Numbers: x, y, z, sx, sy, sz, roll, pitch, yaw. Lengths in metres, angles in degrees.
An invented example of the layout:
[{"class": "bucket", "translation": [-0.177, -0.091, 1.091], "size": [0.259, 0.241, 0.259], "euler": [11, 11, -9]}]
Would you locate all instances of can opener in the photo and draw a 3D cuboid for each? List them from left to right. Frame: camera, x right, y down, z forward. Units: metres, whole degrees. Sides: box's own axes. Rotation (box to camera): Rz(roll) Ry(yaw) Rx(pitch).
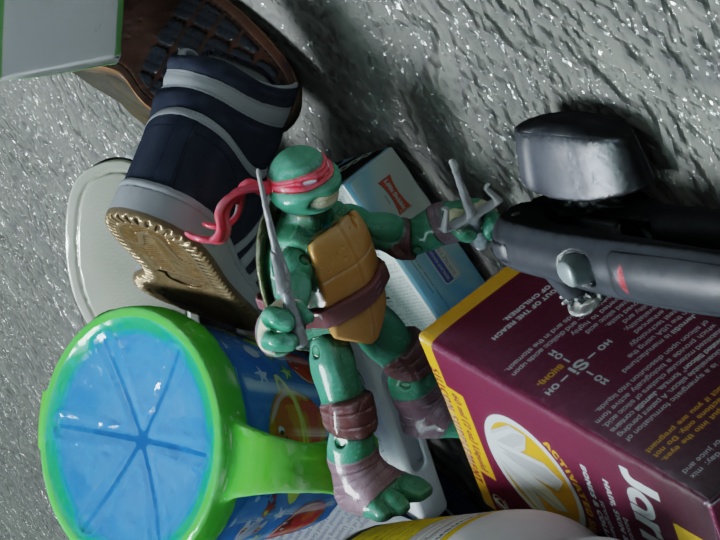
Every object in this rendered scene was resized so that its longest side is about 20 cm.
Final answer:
[{"class": "can opener", "translation": [0.120, -0.010, 1.025], "size": [0.200, 0.063, 0.079], "euler": [23, 145, 55]}]

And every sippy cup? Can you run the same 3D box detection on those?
[{"class": "sippy cup", "translation": [-0.074, 0.087, 1.320], "size": [0.178, 0.130, 0.140], "euler": [50, 118, 31]}]

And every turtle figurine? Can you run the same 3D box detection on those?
[{"class": "turtle figurine", "translation": [-0.001, 0.010, 1.197], "size": [0.101, 0.150, 0.200], "euler": [23, 139, 48]}]

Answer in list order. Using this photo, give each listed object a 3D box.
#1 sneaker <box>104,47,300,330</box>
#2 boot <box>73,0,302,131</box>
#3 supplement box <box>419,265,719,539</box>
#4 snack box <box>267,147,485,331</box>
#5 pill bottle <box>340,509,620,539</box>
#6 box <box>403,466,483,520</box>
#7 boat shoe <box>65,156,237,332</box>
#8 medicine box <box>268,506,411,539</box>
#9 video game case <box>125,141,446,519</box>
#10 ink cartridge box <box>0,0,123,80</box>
[{"class": "sneaker", "translation": [-0.071, -0.042, 1.280], "size": [0.070, 0.109, 0.200], "euler": [17, 167, 9]}, {"class": "boot", "translation": [-0.088, -0.104, 1.370], "size": [0.200, 0.075, 0.097], "euler": [27, 173, 37]}, {"class": "supplement box", "translation": [0.129, 0.078, 1.120], "size": [0.200, 0.086, 0.110], "euler": [29, 149, 49]}, {"class": "snack box", "translation": [0.000, 0.000, 1.353], "size": [0.116, 0.037, 0.200], "euler": [55, 161, -10]}, {"class": "pill bottle", "translation": [0.055, 0.162, 1.124], "size": [0.111, 0.111, 0.200], "euler": [56, 155, -9]}, {"class": "box", "translation": [0.030, 0.150, 1.550], "size": [0.121, 0.032, 0.200], "euler": [44, 160, 23]}, {"class": "boat shoe", "translation": [-0.106, 0.021, 1.408], "size": [0.060, 0.074, 0.200], "euler": [-82, -28, -64]}, {"class": "medicine box", "translation": [0.041, 0.229, 1.456], "size": [0.200, 0.103, 0.182], "euler": [17, 154, 41]}, {"class": "video game case", "translation": [-0.041, 0.034, 1.415], "size": [0.200, 0.024, 0.182], "euler": [36, 157, 38]}, {"class": "ink cartridge box", "translation": [-0.207, -0.204, 1.337], "size": [0.200, 0.084, 0.146], "euler": [33, 127, 43]}]
